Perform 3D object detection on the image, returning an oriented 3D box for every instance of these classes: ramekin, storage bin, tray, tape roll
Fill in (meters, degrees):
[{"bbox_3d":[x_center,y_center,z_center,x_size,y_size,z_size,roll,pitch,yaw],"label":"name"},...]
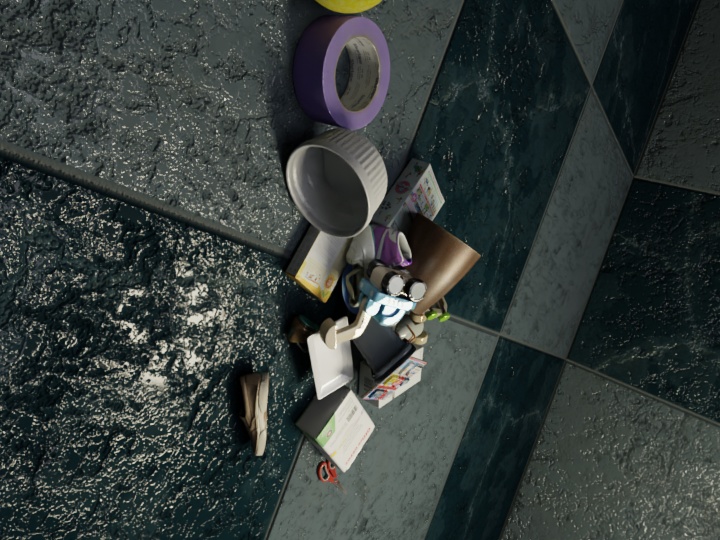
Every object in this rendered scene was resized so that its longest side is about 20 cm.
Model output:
[{"bbox_3d":[-0.040,-0.177,1.127,0.105,0.196,0.204,-47,139,-40],"label":"ramekin"},{"bbox_3d":[0.048,0.163,1.377,0.145,0.135,0.200,-40,179,-1],"label":"storage bin"},{"bbox_3d":[-0.069,0.197,1.310,0.106,0.022,0.204,-27,133,-26],"label":"tray"},{"bbox_3d":[-0.033,-0.384,1.121,0.198,0.084,0.205,-26,125,-43],"label":"tape roll"}]

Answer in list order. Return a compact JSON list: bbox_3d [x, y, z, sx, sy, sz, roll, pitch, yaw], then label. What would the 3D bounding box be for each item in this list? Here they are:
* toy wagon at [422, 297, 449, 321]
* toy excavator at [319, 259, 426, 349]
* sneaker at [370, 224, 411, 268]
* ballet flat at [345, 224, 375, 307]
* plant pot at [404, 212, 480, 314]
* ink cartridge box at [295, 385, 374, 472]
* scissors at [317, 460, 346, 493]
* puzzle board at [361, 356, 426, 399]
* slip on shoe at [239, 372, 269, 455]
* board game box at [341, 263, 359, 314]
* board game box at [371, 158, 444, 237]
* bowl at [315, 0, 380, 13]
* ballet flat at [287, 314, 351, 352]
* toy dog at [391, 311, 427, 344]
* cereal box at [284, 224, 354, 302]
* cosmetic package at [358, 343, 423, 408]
[{"bbox_3d":[0.167,0.059,1.553,0.039,0.158,0.198,-35,154,28],"label":"toy wagon"},{"bbox_3d":[0.025,0.085,1.247,0.191,0.100,0.205,15,102,-33],"label":"toy excavator"},{"bbox_3d":[0.064,0.002,1.346,0.072,0.112,0.206,-27,123,-50],"label":"sneaker"},{"bbox_3d":[-0.003,-0.007,1.295,0.069,0.068,0.205,-23,121,-43],"label":"ballet flat"},{"bbox_3d":[0.160,-0.003,1.395,0.202,0.186,0.186,-56,144,6],"label":"plant pot"},{"bbox_3d":[-0.060,0.391,1.459,0.146,0.083,0.202,-51,140,-22],"label":"ink cartridge box"},{"bbox_3d":[-0.077,0.582,1.590,0.073,0.014,0.204,-42,137,-35],"label":"scissors"},{"bbox_3d":[0.089,0.270,1.418,0.150,0.018,0.200,-41,160,5],"label":"puzzle board"},{"bbox_3d":[-0.228,0.306,1.226,0.059,0.077,0.205,2,120,-10],"label":"slip on shoe"},{"bbox_3d":[0.000,0.000,1.388,0.203,0.038,0.159,-62,144,-23],"label":"board game box"},{"bbox_3d":[0.123,-0.152,1.451,0.202,0.063,0.148,-55,142,-17],"label":"board game box"},{"bbox_3d":[-0.032,-0.528,1.014,0.201,0.199,0.108,-51,-178,-22],"label":"bowl"},{"bbox_3d":[-0.099,0.160,1.323,0.073,0.068,0.199,-50,144,8],"label":"ballet flat"},{"bbox_3d":[0.096,0.153,1.564,0.196,0.096,0.135,9,103,-38],"label":"toy dog"},{"bbox_3d":[-0.072,-0.048,1.267,0.203,0.039,0.144,-62,146,-12],"label":"cereal box"},{"bbox_3d":[0.086,0.280,1.596,0.198,0.080,0.116,-22,121,-44],"label":"cosmetic package"}]
